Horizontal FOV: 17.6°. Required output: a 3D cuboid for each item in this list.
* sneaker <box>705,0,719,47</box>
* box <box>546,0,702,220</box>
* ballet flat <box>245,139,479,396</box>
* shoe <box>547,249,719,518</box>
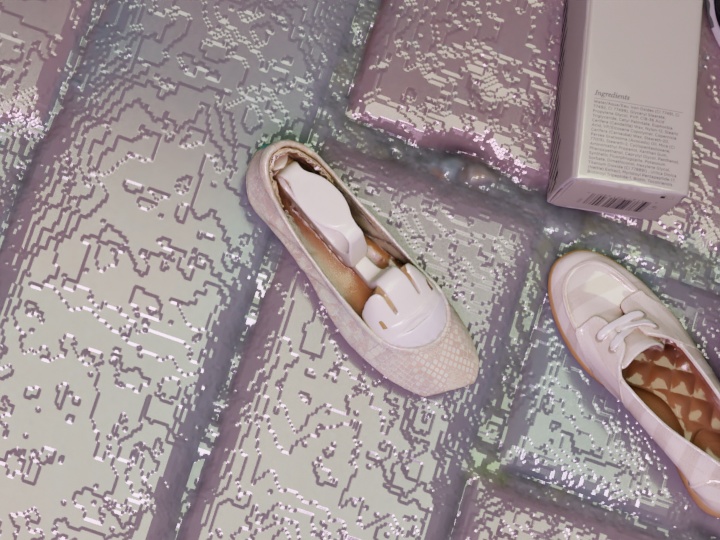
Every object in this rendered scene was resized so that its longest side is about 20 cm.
[{"bbox_3d":[0.280,-0.140,1.513,0.075,0.088,0.201,-4,78,-11],"label":"sneaker"},{"bbox_3d":[0.173,-0.140,1.504,0.082,0.068,0.201,10,75,-8],"label":"box"},{"bbox_3d":[0.000,0.000,1.444,0.067,0.062,0.200,-43,88,-16],"label":"ballet flat"},{"bbox_3d":[0.193,0.066,1.468,0.070,0.053,0.200,-36,86,-16],"label":"shoe"}]
